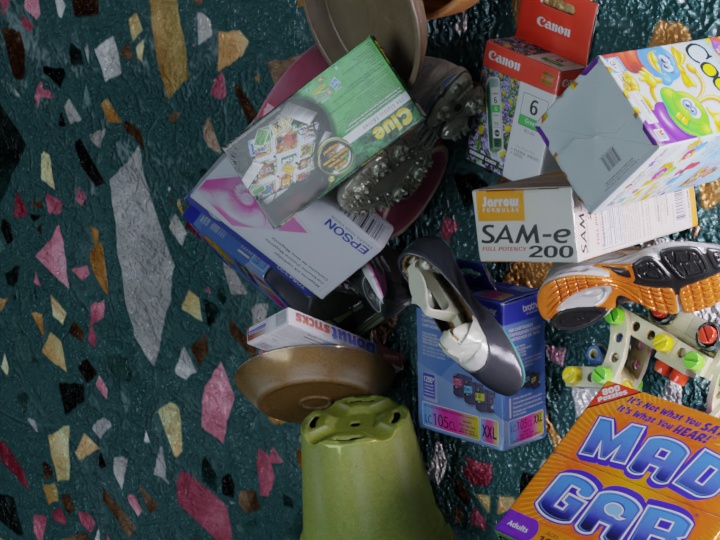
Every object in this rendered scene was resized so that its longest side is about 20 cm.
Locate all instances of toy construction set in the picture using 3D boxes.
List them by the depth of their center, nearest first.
[{"bbox_3d":[0.308,0.101,1.492,0.199,0.092,0.132,31,97,29],"label":"toy construction set"}]

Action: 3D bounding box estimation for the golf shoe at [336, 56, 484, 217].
[{"bbox_3d":[0.039,-0.146,1.608,0.200,0.078,0.097,-44,50,-4],"label":"golf shoe"}]

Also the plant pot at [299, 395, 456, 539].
[{"bbox_3d":[0.007,0.256,1.759,0.199,0.199,0.186,12,117,45],"label":"plant pot"}]

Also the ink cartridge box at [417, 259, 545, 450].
[{"bbox_3d":[0.134,0.085,1.680,0.136,0.076,0.202,10,106,45],"label":"ink cartridge box"}]

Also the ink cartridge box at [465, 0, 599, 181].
[{"bbox_3d":[0.180,-0.197,1.582,0.109,0.050,0.202,30,122,39],"label":"ink cartridge box"}]

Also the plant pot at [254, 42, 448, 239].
[{"bbox_3d":[-0.006,-0.136,1.711,0.178,0.200,0.201,36,126,17],"label":"plant pot"}]

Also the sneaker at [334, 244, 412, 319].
[{"bbox_3d":[0.000,0.000,1.768,0.087,0.080,0.201,-55,33,21],"label":"sneaker"}]

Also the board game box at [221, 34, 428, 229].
[{"bbox_3d":[-0.038,-0.142,1.553,0.199,0.023,0.105,-34,84,15],"label":"board game box"}]

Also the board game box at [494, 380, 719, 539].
[{"bbox_3d":[0.287,0.266,1.425,0.199,0.200,0.201,18,145,43],"label":"board game box"}]

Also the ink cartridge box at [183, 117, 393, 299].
[{"bbox_3d":[-0.091,-0.054,1.686,0.196,0.043,0.200,38,140,-10],"label":"ink cartridge box"}]

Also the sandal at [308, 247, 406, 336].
[{"bbox_3d":[0.012,0.044,1.824,0.200,0.057,0.081,-32,58,32],"label":"sandal"}]

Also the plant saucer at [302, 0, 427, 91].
[{"bbox_3d":[0.006,-0.272,1.564,0.200,0.029,0.202,39,144,37],"label":"plant saucer"}]

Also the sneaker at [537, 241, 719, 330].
[{"bbox_3d":[0.272,-0.004,1.477,0.198,0.092,0.076,-8,117,13],"label":"sneaker"}]

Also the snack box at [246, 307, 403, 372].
[{"bbox_3d":[-0.040,0.094,1.786,0.072,0.199,0.025,-27,54,35],"label":"snack box"}]

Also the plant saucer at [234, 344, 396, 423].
[{"bbox_3d":[-0.054,0.146,1.818,0.200,0.199,0.036,-33,51,46],"label":"plant saucer"}]

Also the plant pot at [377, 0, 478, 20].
[{"bbox_3d":[0.102,-0.367,1.555,0.199,0.139,0.202,16,112,44],"label":"plant pot"}]

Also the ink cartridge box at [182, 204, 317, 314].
[{"bbox_3d":[-0.136,-0.034,1.899,0.076,0.137,0.200,-47,54,-7],"label":"ink cartridge box"}]

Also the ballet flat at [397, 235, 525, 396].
[{"bbox_3d":[0.099,0.052,1.593,0.073,0.073,0.201,-48,63,42],"label":"ballet flat"}]

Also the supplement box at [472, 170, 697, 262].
[{"bbox_3d":[0.221,-0.060,1.463,0.125,0.199,0.074,1,101,47],"label":"supplement box"}]

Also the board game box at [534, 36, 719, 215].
[{"bbox_3d":[0.277,-0.138,1.381,0.105,0.199,0.104,-47,66,43],"label":"board game box"}]
